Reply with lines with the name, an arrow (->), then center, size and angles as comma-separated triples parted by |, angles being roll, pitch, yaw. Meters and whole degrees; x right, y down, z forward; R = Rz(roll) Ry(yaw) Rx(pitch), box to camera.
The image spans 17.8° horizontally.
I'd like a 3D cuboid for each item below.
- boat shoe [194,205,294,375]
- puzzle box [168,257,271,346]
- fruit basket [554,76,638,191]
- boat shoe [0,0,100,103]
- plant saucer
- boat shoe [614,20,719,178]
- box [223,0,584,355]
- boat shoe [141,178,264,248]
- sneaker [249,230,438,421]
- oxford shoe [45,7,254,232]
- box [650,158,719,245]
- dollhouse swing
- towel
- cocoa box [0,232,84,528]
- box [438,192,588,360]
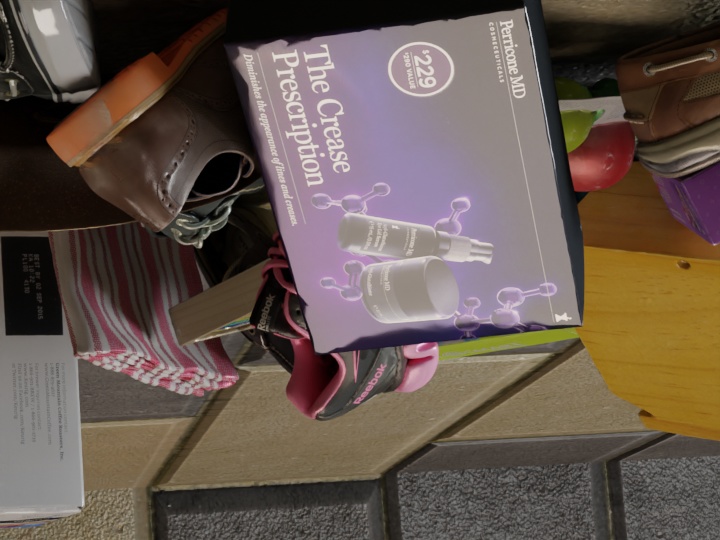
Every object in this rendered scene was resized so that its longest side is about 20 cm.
boat shoe -> -0.063, 0.015, 1.501 | 0.064, 0.072, 0.200 | 12, -155, -31
puzzle box -> 0.000, 0.000, 1.377 | 0.199, 0.026, 0.133 | -13, 172, -37
fruit basket -> 0.093, -0.080, 1.288 | 0.199, 0.094, 0.185 | -11, 173, -29
boat shoe -> -0.157, -0.107, 1.049 | 0.070, 0.073, 0.200 | -8, 171, -4
plant saucer -> -0.145, -0.067, 1.180 | 0.199, 0.037, 0.201 | -2, -160, 1
boat shoe -> 0.216, -0.118, 1.120 | 0.199, 0.072, 0.076 | -28, -171, 8
box -> 0.026, -0.061, 1.093 | 0.140, 0.079, 0.201 | -8, 132, 8
boat shoe -> -0.087, -0.045, 1.299 | 0.072, 0.062, 0.200 | -8, -175, -19
sneaker -> -0.020, -0.005, 1.225 | 0.095, 0.201, 0.079 | -27, -149, -25
oxford shoe -> -0.080, -0.071, 1.094 | 0.071, 0.073, 0.200 | -36, -175, 29
box -> 0.227, -0.068, 1.217 | 0.136, 0.039, 0.200 | -28, -176, 5
dollhouse swing -> 0.245, -0.018, 1.419 | 0.181, 0.177, 0.200 | 7, 148, 35
towel -> -0.135, -0.006, 1.380 | 0.030, 0.147, 0.200 | -19, 165, 15
cocoa box -> -0.272, 0.075, 1.580 | 0.132, 0.202, 0.131 | 0, 169, -23
box -> 0.070, -0.007, 1.501 | 0.199, 0.123, 0.048 | -11, 167, 29
